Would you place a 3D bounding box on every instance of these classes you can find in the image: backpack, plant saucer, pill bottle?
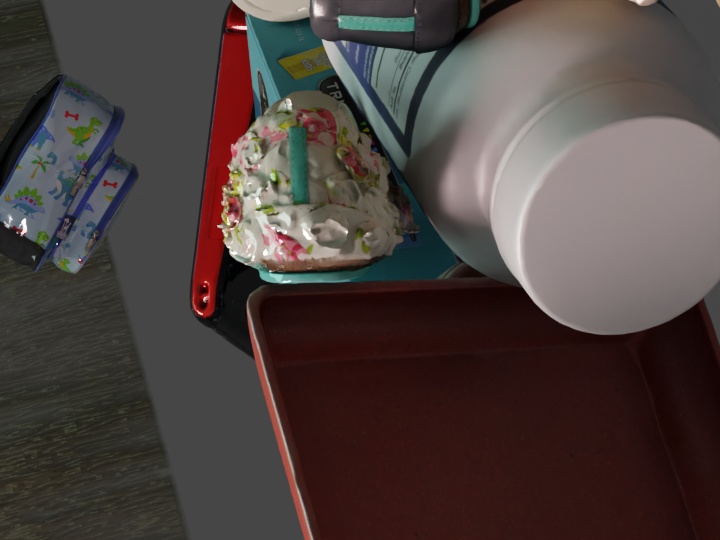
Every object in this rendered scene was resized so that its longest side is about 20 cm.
[{"bbox_3d":[-0.322,-0.099,2.704,0.200,0.147,0.183,-62,14,-3],"label":"backpack"},{"bbox_3d":[0.061,0.099,0.861,0.037,0.200,0.200,-39,60,47],"label":"plant saucer"},{"bbox_3d":[0.061,-0.062,0.893,0.200,0.111,0.111,-119,19,-56],"label":"pill bottle"}]

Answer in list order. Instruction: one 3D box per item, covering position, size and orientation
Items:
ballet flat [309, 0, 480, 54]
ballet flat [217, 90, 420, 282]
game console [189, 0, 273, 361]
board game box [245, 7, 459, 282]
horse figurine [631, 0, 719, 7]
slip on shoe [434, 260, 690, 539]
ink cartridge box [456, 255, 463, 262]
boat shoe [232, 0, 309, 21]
[{"bbox_3d":[-0.018,-0.138,0.883,0.200,0.073,0.073,-114,15,-50],"label":"ballet flat"},{"bbox_3d":[-0.015,-0.031,0.898,0.200,0.076,0.064,-157,62,-85],"label":"ballet flat"},{"bbox_3d":[-0.030,-0.032,1.276,0.200,0.031,0.177,39,-122,-62],"label":"game console"},{"bbox_3d":[0.000,0.000,1.091,0.200,0.047,0.151,-111,12,-45],"label":"board game box"},{"bbox_3d":[0.131,-0.072,0.648,0.200,0.050,0.133,160,95,-70],"label":"horse figurine"},{"bbox_3d":[0.079,0.090,0.945,0.200,0.076,0.061,52,139,2],"label":"slip on shoe"},{"bbox_3d":[0.059,-0.011,1.084,0.200,0.067,0.116,-121,20,-59],"label":"ink cartridge box"},{"bbox_3d":[-0.047,-0.197,1.047,0.062,0.073,0.200,-86,-13,-46],"label":"boat shoe"}]
